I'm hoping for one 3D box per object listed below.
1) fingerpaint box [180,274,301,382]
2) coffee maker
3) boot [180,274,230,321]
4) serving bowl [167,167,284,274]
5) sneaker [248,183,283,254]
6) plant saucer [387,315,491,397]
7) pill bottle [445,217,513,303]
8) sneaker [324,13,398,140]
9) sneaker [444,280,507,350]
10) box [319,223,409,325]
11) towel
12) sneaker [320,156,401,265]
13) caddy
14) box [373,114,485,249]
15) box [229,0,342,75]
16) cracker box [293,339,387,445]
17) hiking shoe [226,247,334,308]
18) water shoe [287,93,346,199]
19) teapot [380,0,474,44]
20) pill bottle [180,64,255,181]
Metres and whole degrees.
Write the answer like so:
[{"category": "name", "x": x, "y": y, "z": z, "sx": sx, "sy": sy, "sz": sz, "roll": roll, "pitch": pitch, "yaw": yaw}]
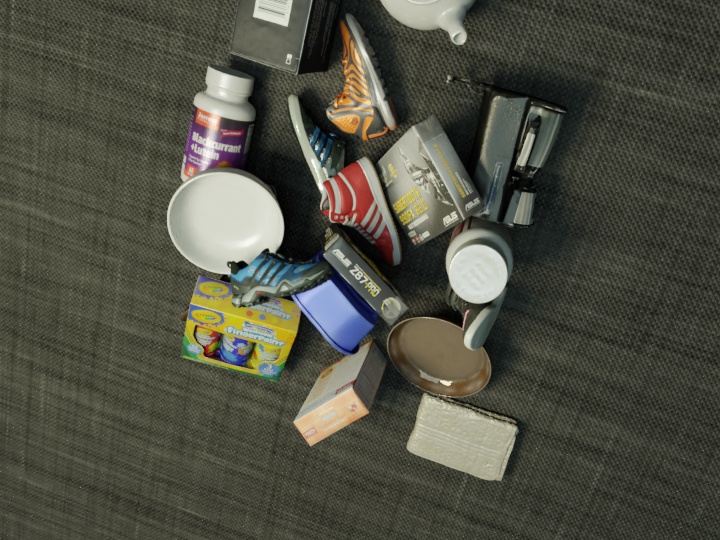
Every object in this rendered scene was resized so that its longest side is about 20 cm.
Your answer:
[{"category": "fingerpaint box", "x": -0.224, "y": 0.114, "z": 1.212, "sx": 0.195, "sy": 0.074, "sz": 0.168, "roll": 17, "pitch": 134, "yaw": -10}, {"category": "coffee maker", "x": 0.218, "y": -0.190, "z": 1.059, "sx": 0.189, "sy": 0.133, "sz": 0.205, "roll": 26, "pitch": 112, "yaw": 30}, {"category": "boot", "x": -0.267, "y": 0.074, "z": 1.265, "sx": 0.198, "sy": 0.075, "sz": 0.097, "roll": -34, "pitch": 105, "yaw": 32}, {"category": "serving bowl", "x": -0.229, "y": -0.094, "z": 1.120, "sx": 0.194, "sy": 0.067, "sz": 0.204, "roll": -3, "pitch": 127, "yaw": -4}, {"category": "sneaker", "x": -0.209, "y": -0.059, "z": 1.221, "sx": 0.112, "sy": 0.075, "sz": 0.206, "roll": 2, "pitch": 97, "yaw": 17}, {"category": "plant saucer", "x": 0.144, "y": 0.152, "z": 1.186, "sx": 0.195, "sy": 0.032, "sz": 0.204, "roll": 15, "pitch": 133, "yaw": 16}, {"category": "pill bottle", "x": 0.195, "y": -0.024, "z": 1.062, "sx": 0.107, "sy": 0.200, "sz": 0.113, "roll": 4, "pitch": 108, "yaw": 11}, {"category": "sneaker", "x": -0.020, "y": -0.313, "z": 1.089, "sx": 0.110, "sy": 0.078, "sz": 0.204, "roll": -18, "pitch": 102, "yaw": 16}, {"category": "sneaker", "x": 0.179, "y": 0.065, "z": 1.105, "sx": 0.097, "sy": 0.200, "sz": 0.072, "roll": 21, "pitch": 119, "yaw": 17}, {"category": "box", "x": 0.000, "y": 0.000, "z": 1.105, "sx": 0.049, "sy": 0.200, "sz": 0.162, "roll": -41, "pitch": 101, "yaw": 3}, {"category": "towel", "x": 0.198, "y": 0.320, "z": 1.258, "sx": 0.195, "sy": 0.035, "sz": 0.136, "roll": 18, "pitch": 109, "yaw": 8}, {"category": "sneaker", "x": -0.002, "y": -0.082, "z": 1.129, "sx": 0.111, "sy": 0.071, "sz": 0.204, "roll": -26, "pitch": 113, "yaw": -9}, {"category": "caddy", "x": -0.055, "y": 0.059, "z": 1.178, "sx": 0.104, "sy": 0.142, "sz": 0.201, "roll": -39, "pitch": 94, "yaw": 17}, {"category": "box", "x": 0.101, "y": -0.135, "z": 1.051, "sx": 0.048, "sy": 0.200, "sz": 0.161, "roll": -30, "pitch": 90, "yaw": -21}, {"category": "box", "x": -0.102, "y": -0.421, "z": 1.009, "sx": 0.115, "sy": 0.200, "sz": 0.201, "roll": 17, "pitch": 110, "yaw": 6}, {"category": "cracker box", "x": -0.031, "y": 0.219, "z": 1.189, "sx": 0.132, "sy": 0.200, "sz": 0.058, "roll": -33, "pitch": 98, "yaw": 20}, {"category": "hiking shoe", "x": -0.139, "y": 0.002, "z": 1.086, "sx": 0.195, "sy": 0.074, "sz": 0.089, "roll": -15, "pitch": 87, "yaw": 18}, {"category": "water shoe", "x": -0.066, "y": -0.219, "z": 1.144, "sx": 0.077, "sy": 0.072, "sz": 0.204, "roll": -23, "pitch": 106, "yaw": -4}, {"category": "teapot", "x": 0.098, "y": -0.468, "z": 0.978, "sx": 0.196, "sy": 0.146, "sz": 0.202, "roll": 19, "pitch": 110, "yaw": 7}, {"category": "pill bottle", "x": -0.245, "y": -0.246, "z": 1.143, "sx": 0.109, "sy": 0.112, "sz": 0.205, "roll": 18, "pitch": 110, "yaw": 6}]
